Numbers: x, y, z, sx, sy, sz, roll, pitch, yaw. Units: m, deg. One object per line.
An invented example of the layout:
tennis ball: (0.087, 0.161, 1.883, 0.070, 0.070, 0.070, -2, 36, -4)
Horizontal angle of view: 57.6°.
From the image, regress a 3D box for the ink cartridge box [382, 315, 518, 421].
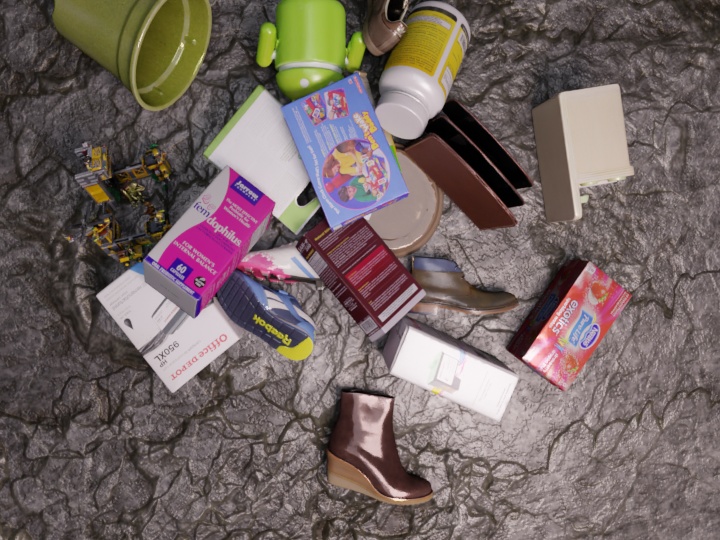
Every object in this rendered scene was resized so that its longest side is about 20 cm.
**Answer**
ink cartridge box: (0.142, 0.156, 1.088, 0.197, 0.145, 0.085, 24, 93, -5)

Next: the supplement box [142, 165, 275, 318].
supplement box: (-0.231, -0.045, 1.012, 0.101, 0.103, 0.201, 35, 64, -2)

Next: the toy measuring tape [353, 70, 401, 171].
toy measuring tape: (0.011, -0.222, 1.077, 0.072, 0.074, 0.203, -18, 84, -3)

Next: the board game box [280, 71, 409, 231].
board game box: (-0.024, -0.182, 1.014, 0.133, 0.045, 0.203, -23, 87, 0)

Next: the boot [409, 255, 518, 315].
boot: (0.174, 0.023, 1.120, 0.196, 0.075, 0.099, -1, 96, -2)

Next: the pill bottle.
pill bottle: (0.096, -0.318, 1.050, 0.111, 0.113, 0.203, 25, 70, -5)

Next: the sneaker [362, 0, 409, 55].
sneaker: (0.050, -0.439, 1.056, 0.070, 0.075, 0.204, 25, 58, -43)

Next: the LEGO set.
LEGO set: (-0.370, -0.124, 1.020, 0.151, 0.116, 0.203, -7, 62, 5)

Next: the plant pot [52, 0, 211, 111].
plant pot: (-0.362, -0.383, 1.018, 0.182, 0.200, 0.203, 29, 90, 7)

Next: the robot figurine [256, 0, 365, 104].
robot figurine: (-0.081, -0.362, 1.062, 0.172, 0.116, 0.204, 0, 93, -17)

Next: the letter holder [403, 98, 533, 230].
letter holder: (0.188, -0.172, 1.060, 0.200, 0.142, 0.101, 44, 81, -12)

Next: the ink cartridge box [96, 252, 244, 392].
ink cartridge box: (-0.308, 0.074, 1.082, 0.144, 0.084, 0.201, -38, 95, -3)

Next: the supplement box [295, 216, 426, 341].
supplement box: (0.000, 0.000, 1.059, 0.108, 0.061, 0.201, -38, 88, -29)

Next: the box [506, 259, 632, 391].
box: (0.355, 0.090, 1.124, 0.099, 0.095, 0.201, 36, 90, -6)

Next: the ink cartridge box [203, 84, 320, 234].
ink cartridge box: (-0.137, -0.178, 1.088, 0.199, 0.076, 0.148, 41, 89, -6)

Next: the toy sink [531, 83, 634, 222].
toy sink: (0.373, -0.191, 1.096, 0.110, 0.130, 0.204, -9, 92, -4)

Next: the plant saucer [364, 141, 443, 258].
plant saucer: (0.048, -0.120, 1.127, 0.196, 0.029, 0.204, 0, 94, -4)

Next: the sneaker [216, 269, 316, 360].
sneaker: (-0.156, 0.065, 1.098, 0.199, 0.082, 0.074, 41, 118, -4)

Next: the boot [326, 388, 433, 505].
boot: (0.043, 0.302, 1.124, 0.196, 0.072, 0.170, 12, 94, -1)

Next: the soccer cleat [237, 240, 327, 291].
soccer cleat: (-0.110, -0.019, 1.108, 0.196, 0.070, 0.088, 10, 76, -7)
